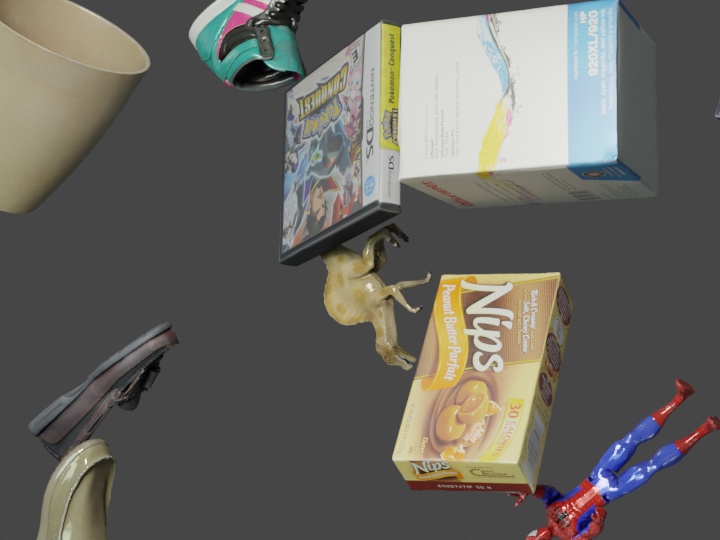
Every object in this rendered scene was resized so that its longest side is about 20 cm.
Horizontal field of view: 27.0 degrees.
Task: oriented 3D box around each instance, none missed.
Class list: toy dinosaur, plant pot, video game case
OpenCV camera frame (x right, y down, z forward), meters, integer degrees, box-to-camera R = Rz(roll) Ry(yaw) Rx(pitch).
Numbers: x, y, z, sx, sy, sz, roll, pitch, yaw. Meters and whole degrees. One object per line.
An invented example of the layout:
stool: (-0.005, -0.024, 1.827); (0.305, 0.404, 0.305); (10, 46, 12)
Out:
toy dinosaur: (0.000, 0.000, 1.428); (0.101, 0.058, 0.200); (-43, 67, 15)
plant pot: (-0.346, -0.168, 1.567); (0.187, 0.187, 0.200); (39, 113, 25)
video game case: (-0.021, -0.115, 1.404); (0.200, 0.025, 0.181); (-25, 60, 57)

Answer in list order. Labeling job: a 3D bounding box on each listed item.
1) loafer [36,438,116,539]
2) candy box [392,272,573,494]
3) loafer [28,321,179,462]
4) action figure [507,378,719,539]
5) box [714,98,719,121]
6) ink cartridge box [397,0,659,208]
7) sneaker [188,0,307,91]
loafer: (-0.284, 0.267, 1.514); (0.068, 0.076, 0.200); (24, 102, 25)
candy box: (0.110, 0.095, 1.312); (0.115, 0.055, 0.200); (-1, 51, 25)
loafer: (-0.251, 0.127, 1.529); (0.200, 0.072, 0.063); (-37, 88, 22)
action figure: (0.208, 0.176, 1.281); (0.200, 0.099, 0.065); (-45, 66, 15)
box: (0.386, -0.175, 1.194); (0.117, 0.200, 0.197); (20, 90, 27)
ink cartridge box: (0.150, -0.142, 1.330); (0.200, 0.147, 0.145); (-3, 81, 24)
sneaker: (-0.076, -0.248, 1.488); (0.200, 0.084, 0.121); (-40, 62, 23)
